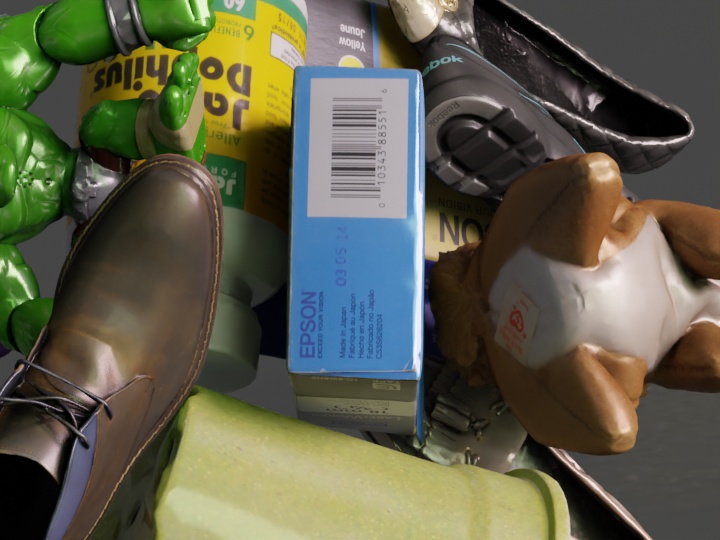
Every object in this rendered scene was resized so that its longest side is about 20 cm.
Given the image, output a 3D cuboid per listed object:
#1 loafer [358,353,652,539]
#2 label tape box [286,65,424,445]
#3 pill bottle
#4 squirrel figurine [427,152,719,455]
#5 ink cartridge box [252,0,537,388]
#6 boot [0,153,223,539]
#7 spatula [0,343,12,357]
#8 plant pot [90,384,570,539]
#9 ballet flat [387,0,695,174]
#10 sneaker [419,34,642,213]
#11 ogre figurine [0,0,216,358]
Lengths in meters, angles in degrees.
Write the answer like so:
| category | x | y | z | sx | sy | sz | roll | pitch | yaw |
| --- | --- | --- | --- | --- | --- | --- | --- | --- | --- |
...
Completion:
| category | x | y | z | sx | sy | sz | roll | pitch | yaw |
| --- | --- | --- | --- | --- | --- | --- | --- | --- | --- |
| loafer | 0.081 | 0.103 | 1.338 | 0.200 | 0.063 | 0.072 | 40 | 63 | -22 |
| label tape box | 0.000 | 0.000 | 1.214 | 0.063 | 0.200 | 0.145 | 1 | 77 | 1 |
| pill bottle | -0.086 | -0.046 | 1.235 | 0.112 | 0.113 | 0.201 | 17 | 65 | -32 |
| squirrel figurine | 0.144 | 0.015 | 1.286 | 0.186 | 0.200 | 0.142 | -8 | 87 | -33 |
| ink cartridge box | 0.021 | -0.043 | 1.362 | 0.197 | 0.047 | 0.201 | 11 | 66 | -35 |
| boot | -0.112 | 0.051 | 1.057 | 0.074 | 0.201 | 0.097 | 23 | 14 | 0 |
| spatula | -0.195 | -0.051 | 1.212 | 0.056 | 0.021 | 0.201 | 6 | 70 | -34 |
| plant pot | -0.032 | 0.147 | 1.176 | 0.184 | 0.200 | 0.201 | 27 | 59 | -14 |
| ballet flat | 0.099 | -0.116 | 1.384 | 0.200 | 0.057 | 0.067 | 27 | 57 | -27 |
| sneaker | 0.098 | -0.053 | 1.350 | 0.200 | 0.075 | 0.079 | 46 | 19 | -35 |
| ogre figurine | -0.132 | -0.036 | 1.136 | 0.098 | 0.119 | 0.201 | -60 | 153 | -67 |
